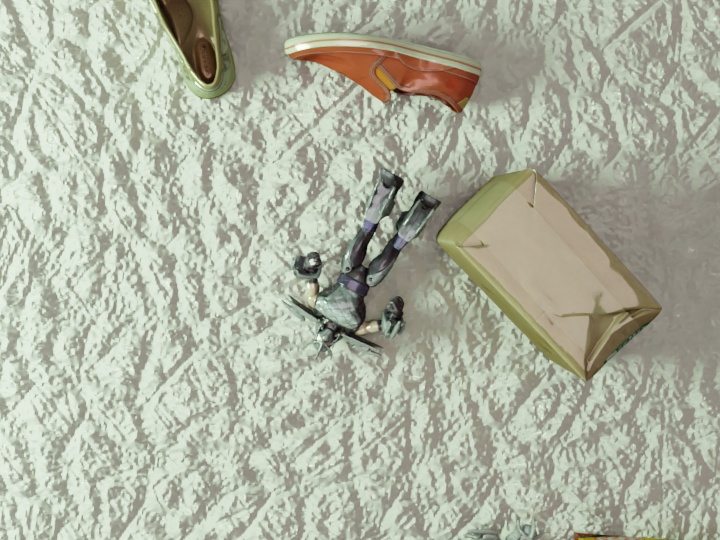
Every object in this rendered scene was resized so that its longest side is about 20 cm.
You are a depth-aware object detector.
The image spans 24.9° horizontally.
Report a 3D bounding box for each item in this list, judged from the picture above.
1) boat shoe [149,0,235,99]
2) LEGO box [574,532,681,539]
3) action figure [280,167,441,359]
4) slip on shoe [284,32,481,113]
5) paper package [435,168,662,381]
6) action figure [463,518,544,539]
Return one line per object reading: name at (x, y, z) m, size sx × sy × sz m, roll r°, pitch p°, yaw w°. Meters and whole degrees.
boat shoe at (-0.172, -0.271, 1.619) m, size 0.073 × 0.063 × 0.201 m, roll -22°, pitch 91°, yaw -2°
LEGO box at (0.317, 0.313, 1.600) m, size 0.199 × 0.149 × 0.078 m, roll 4°, pitch 90°, yaw -3°
action figure at (0.000, 0.000, 1.627) m, size 0.130 × 0.069 × 0.201 m, roll 29°, pitch 92°, yaw -7°
slip on shoe at (0.021, -0.200, 1.627) m, size 0.199 × 0.074 × 0.062 m, roll 11°, pitch 93°, yaw -7°
paper package at (0.176, 0.001, 1.569) m, size 0.103 × 0.200 × 0.191 m, roll -44°, pitch 93°, yaw -1°
action figure at (0.137, 0.340, 1.623) m, size 0.130 × 0.069 × 0.201 m, roll 22°, pitch 93°, yaw -9°
